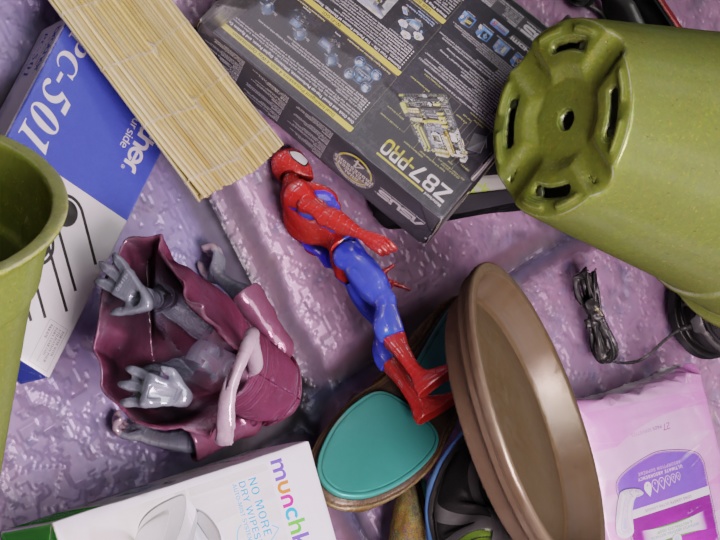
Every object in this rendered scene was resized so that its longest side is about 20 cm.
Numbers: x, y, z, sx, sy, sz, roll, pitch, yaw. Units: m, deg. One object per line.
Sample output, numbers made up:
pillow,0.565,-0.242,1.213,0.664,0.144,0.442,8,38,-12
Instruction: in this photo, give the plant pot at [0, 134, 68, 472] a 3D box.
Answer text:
plant pot,-0.258,0.045,1.407,0.199,0.200,0.191,-16,124,-31

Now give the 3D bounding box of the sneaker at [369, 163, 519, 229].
sneaker,0.089,-0.081,1.705,0.199,0.072,0.083,-9,86,-31

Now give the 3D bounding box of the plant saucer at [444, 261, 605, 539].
plant saucer,0.098,0.093,1.578,0.200,0.029,0.201,56,23,-38

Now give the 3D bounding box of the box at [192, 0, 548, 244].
box,0.016,-0.140,1.651,0.200,0.049,0.161,38,62,2

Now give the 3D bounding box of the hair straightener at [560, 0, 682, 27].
hair straightener,0.165,-0.193,1.784,0.077,0.041,0.201,-36,101,-29

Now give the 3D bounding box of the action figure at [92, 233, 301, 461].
action figure,-0.076,0.049,1.546,0.200,0.148,0.135,30,75,-57

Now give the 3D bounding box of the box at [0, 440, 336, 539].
box,-0.096,0.223,1.539,0.176,0.097,0.201,-15,89,-29

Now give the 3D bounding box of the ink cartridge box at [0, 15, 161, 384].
ink cartridge box,-0.189,-0.043,1.553,0.094,0.044,0.201,34,67,-23

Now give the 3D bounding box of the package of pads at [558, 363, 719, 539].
package of pads,0.187,0.171,1.721,0.120,0.076,0.201,-13,89,-28

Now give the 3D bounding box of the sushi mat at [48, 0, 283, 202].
sushi mat,-0.130,-0.135,1.576,0.200,0.012,0.096,53,36,2

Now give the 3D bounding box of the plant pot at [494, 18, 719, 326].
plant pot,0.190,-0.076,1.603,0.189,0.199,0.202,13,76,-38

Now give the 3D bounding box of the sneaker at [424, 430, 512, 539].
sneaker,0.080,0.184,1.577,0.071,0.082,0.201,32,53,-34

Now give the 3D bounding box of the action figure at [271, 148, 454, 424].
action figure,0.000,0.000,1.617,0.052,0.066,0.200,-32,66,-11

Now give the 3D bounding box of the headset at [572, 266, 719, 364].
headset,0.245,0.013,1.759,0.199,0.123,0.095,-20,91,-11

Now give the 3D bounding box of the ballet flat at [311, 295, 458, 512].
ballet flat,0.024,0.094,1.638,0.068,0.072,0.200,36,53,2

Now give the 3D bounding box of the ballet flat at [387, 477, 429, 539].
ballet flat,0.048,0.231,1.643,0.070,0.071,0.201,-24,93,-30
